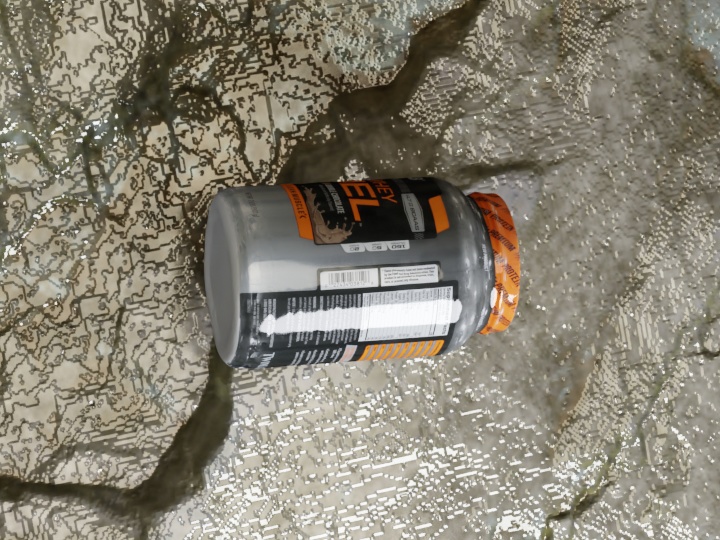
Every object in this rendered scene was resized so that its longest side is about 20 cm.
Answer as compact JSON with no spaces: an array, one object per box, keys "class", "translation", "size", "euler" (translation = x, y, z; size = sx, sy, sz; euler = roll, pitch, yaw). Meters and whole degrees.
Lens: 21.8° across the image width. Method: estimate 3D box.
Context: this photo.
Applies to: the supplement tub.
[{"class":"supplement tub","translation":[0.000,0.000,1.269],"size":[0.198,0.122,0.124],"euler":[-3,91,-16]}]
